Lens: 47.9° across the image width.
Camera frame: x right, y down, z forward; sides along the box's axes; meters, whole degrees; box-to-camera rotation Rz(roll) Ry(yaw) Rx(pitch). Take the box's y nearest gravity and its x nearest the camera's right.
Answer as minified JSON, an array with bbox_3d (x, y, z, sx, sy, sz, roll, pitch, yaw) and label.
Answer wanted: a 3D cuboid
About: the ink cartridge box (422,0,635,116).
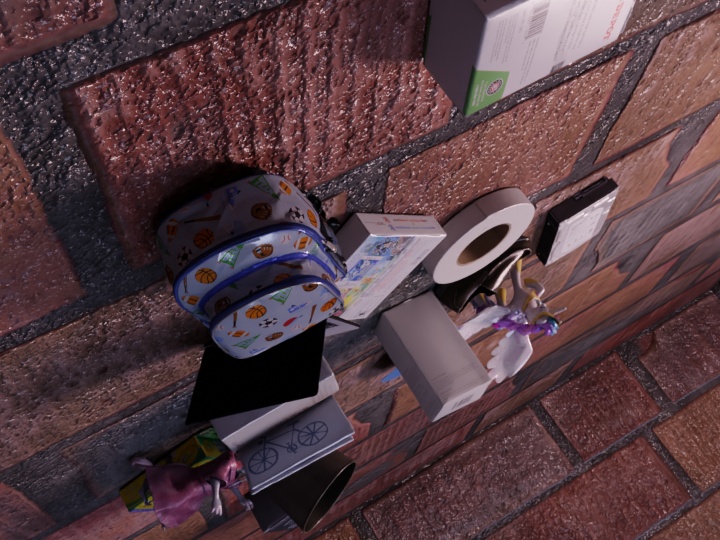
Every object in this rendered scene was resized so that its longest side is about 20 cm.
[{"bbox_3d":[0.170,-0.259,0.788,0.200,0.084,0.146,-29,158,-14],"label":"ink cartridge box"}]

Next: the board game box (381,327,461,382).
[{"bbox_3d":[0.118,0.158,1.660,0.158,0.039,0.200,-14,156,-51],"label":"board game box"}]

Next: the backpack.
[{"bbox_3d":[-0.115,-0.007,0.841,0.200,0.154,0.191,-32,148,2],"label":"backpack"}]

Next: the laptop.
[{"bbox_3d":[-0.111,0.135,1.093,0.187,0.116,0.200,-15,164,18],"label":"laptop"}]

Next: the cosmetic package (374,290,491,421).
[{"bbox_3d":[0.124,0.148,1.424,0.113,0.200,0.081,-21,154,-24],"label":"cosmetic package"}]

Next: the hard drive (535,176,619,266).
[{"bbox_3d":[0.414,-0.091,1.557,0.139,0.038,0.200,-31,157,-9],"label":"hard drive"}]

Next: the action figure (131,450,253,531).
[{"bbox_3d":[-0.258,0.347,1.351,0.200,0.149,0.134,-26,160,-9],"label":"action figure"}]

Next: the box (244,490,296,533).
[{"bbox_3d":[-0.168,0.560,1.999,0.148,0.104,0.200,-36,158,5],"label":"box"}]

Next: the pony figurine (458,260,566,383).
[{"bbox_3d":[0.274,0.084,1.510,0.193,0.200,0.167,-38,122,12],"label":"pony figurine"}]

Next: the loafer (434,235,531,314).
[{"bbox_3d":[0.233,0.012,1.466,0.200,0.071,0.073,-35,159,2],"label":"loafer"}]

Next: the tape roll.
[{"bbox_3d":[0.191,-0.054,1.314,0.202,0.037,0.203,-28,157,-13],"label":"tape roll"}]

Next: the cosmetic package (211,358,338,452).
[{"bbox_3d":[-0.142,0.197,1.286,0.200,0.081,0.113,-32,160,-8],"label":"cosmetic package"}]

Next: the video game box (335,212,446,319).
[{"bbox_3d":[0.000,0.000,1.144,0.182,0.047,0.200,-5,145,-53],"label":"video game box"}]

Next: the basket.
[{"bbox_3d":[-0.127,0.333,1.420,0.136,0.200,0.181,-39,158,-41],"label":"basket"}]

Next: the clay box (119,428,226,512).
[{"bbox_3d":[-0.313,0.355,1.440,0.200,0.048,0.115,-36,158,7],"label":"clay box"}]

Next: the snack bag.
[{"bbox_3d":[-0.123,0.258,1.340,0.188,0.200,0.021,-29,125,-7],"label":"snack bag"}]
